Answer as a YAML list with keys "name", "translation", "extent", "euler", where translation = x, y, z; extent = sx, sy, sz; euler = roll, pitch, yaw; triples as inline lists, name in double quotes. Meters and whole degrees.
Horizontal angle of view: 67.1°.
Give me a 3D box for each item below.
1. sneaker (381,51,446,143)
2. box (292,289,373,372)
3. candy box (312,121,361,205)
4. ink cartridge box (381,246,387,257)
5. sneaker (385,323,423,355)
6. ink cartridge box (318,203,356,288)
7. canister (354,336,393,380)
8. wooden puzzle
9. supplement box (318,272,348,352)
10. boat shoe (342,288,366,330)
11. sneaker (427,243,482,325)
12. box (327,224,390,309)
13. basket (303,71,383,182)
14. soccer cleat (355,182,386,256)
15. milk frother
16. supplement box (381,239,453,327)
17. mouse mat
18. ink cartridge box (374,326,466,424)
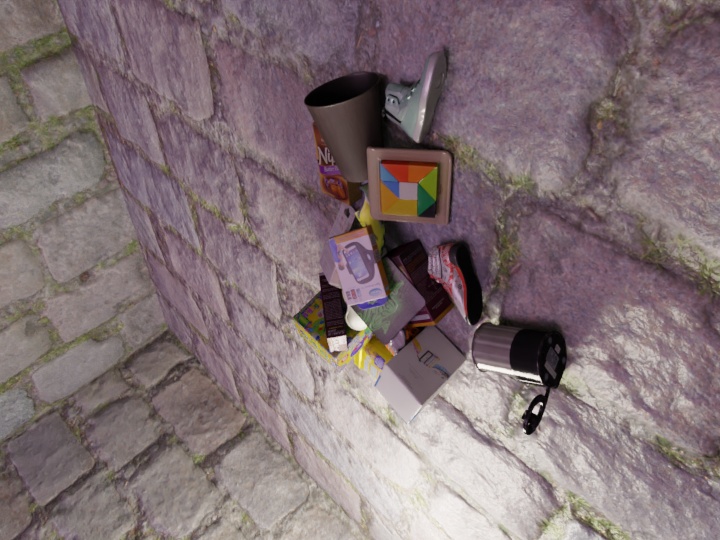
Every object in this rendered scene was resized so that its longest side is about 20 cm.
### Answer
- name: "sneaker"
  translation: [0.100, -0.367, 1.101]
  extent: [0.117, 0.074, 0.203]
  euler: [37, 147, 16]
- name: "box"
  translation: [-0.069, 0.161, 1.675]
  extent: [0.191, 0.200, 0.123]
  euler: [39, 159, 24]
- name: "candy box"
  translation: [-0.060, -0.284, 1.414]
  extent: [0.115, 0.056, 0.205]
  euler: [29, 138, 36]
- name: "ink cartridge box"
  translation: [0.005, -0.009, 1.567]
  extent: [0.197, 0.066, 0.119]
  euler: [8, 126, 50]
- name: "sneaker"
  translation: [0.124, 0.162, 1.514]
  extent: [0.078, 0.111, 0.201]
  euler: [47, 164, 13]
- name: "ink cartridge box"
  translation: [-0.048, -0.078, 1.481]
  extent: [0.205, 0.049, 0.161]
  euler: [-66, 22, 14]
- name: "canister"
  translation: [0.077, 0.300, 1.736]
  extent: [0.198, 0.086, 0.151]
  euler: [34, 143, 27]
- name: "wooden puzzle"
  translation: [0.107, -0.185, 1.230]
  extent: [0.193, 0.038, 0.189]
  euler: [8, 131, 14]
- name: "supplement box"
  translation: [-0.077, 0.117, 1.564]
  extent: [0.110, 0.059, 0.206]
  euler: [84, 176, -61]
- name: "boat shoe"
  translation: [-0.015, 0.088, 1.522]
  extent: [0.071, 0.062, 0.203]
  euler: [-5, 135, 10]
- name: "sneaker"
  translation: [0.226, 0.031, 1.311]
  extent: [0.106, 0.066, 0.207]
  euler: [6, 120, 51]
- name: "box"
  translation: [0.000, 0.000, 1.372]
  extent: [0.116, 0.041, 0.207]
  euler: [-14, 95, 26]
- name: "basket"
  translation: [-0.018, -0.320, 1.246]
  extent: [0.138, 0.175, 0.204]
  euler: [-105, -2, -51]
- name: "soccer cleat"
  translation: [0.026, -0.124, 1.386]
  extent: [0.081, 0.065, 0.207]
  euler: [0, 111, 1]
- name: "milk frother"
  translation: [0.343, 0.237, 1.219]
  extent: [0.185, 0.199, 0.184]
  euler: [2, 125, 52]
- name: "supplement box"
  translation: [0.140, 0.037, 1.410]
  extent: [0.109, 0.085, 0.204]
  euler: [-15, 107, 57]
- name: "mouse mat"
  translation: [0.064, 0.081, 1.401]
  extent: [0.161, 0.007, 0.201]
  euler: [47, 128, 9]
- name: "ink cartridge box"
  translation: [0.163, 0.282, 1.496]
  extent: [0.145, 0.198, 0.149]
  euler: [44, 147, 17]
